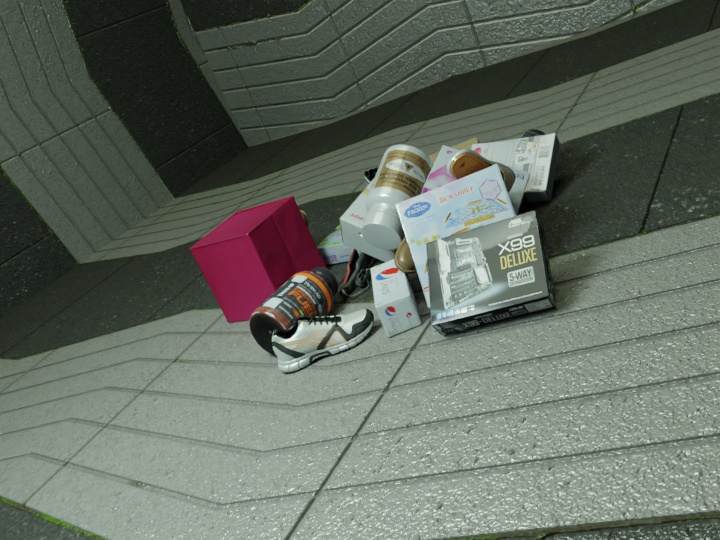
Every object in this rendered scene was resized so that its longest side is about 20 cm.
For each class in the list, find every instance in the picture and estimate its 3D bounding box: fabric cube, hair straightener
[{"bbox_3d":[-0.229,-0.025,1.732,0.194,0.201,0.200,-11,23,37],"label":"fabric cube"},{"bbox_3d":[0.000,0.000,1.628,0.076,0.041,0.200,-17,21,23],"label":"hair straightener"}]

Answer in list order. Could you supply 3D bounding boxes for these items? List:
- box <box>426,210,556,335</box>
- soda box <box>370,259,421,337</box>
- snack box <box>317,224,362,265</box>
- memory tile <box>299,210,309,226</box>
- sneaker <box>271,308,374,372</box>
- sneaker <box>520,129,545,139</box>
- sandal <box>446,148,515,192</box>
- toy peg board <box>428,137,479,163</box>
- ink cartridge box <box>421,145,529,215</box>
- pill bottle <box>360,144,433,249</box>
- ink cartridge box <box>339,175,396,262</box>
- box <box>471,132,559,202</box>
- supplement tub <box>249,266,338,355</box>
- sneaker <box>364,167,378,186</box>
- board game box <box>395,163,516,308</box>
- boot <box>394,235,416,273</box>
[{"bbox_3d":[0.209,0.005,1.230,0.198,0.050,0.160,-16,57,24],"label":"box"},{"bbox_3d":[0.063,0.045,1.403,0.067,0.064,0.200,-21,20,6],"label":"soda box"},{"bbox_3d":[0.005,-0.078,1.805,0.198,0.053,0.142,-10,26,37],"label":"snack box"},{"bbox_3d":[-0.182,-0.069,1.868,0.017,0.156,0.198,-20,12,-39],"label":"memory tile"},{"bbox_3d":[-0.070,0.112,1.370,0.198,0.081,0.074,-24,18,-3],"label":"sneaker"},{"bbox_3d":[0.369,-0.224,1.738,0.069,0.090,0.201,27,74,27],"label":"sneaker"},{"bbox_3d":[0.232,-0.164,1.408,0.205,0.060,0.079,13,-52,-50],"label":"sandal"},{"bbox_3d":[0.216,-0.204,1.852,0.198,0.098,0.201,-19,36,18],"label":"toy peg board"},{"bbox_3d":[0.226,-0.153,1.520,0.194,0.044,0.201,19,50,8],"label":"ink cartridge box"},{"bbox_3d":[0.072,-0.150,1.557,0.113,0.114,0.202,-7,51,41],"label":"pill bottle"},{"bbox_3d":[0.065,-0.123,1.673,0.144,0.083,0.201,23,54,23],"label":"ink cartridge box"},{"bbox_3d":[0.328,-0.218,1.658,0.197,0.041,0.158,-2,57,31],"label":"box"},{"bbox_3d":[-0.125,0.072,1.497,0.106,0.108,0.200,-8,26,39],"label":"supplement tub"},{"bbox_3d":[0.057,-0.201,1.906,0.074,0.117,0.200,-9,2,7],"label":"sneaker"},{"bbox_3d":[0.184,-0.058,1.337,0.197,0.202,0.041,-20,-14,12],"label":"board game box"},{"bbox_3d":[0.139,-0.076,1.411,0.200,0.074,0.076,-42,-13,-20],"label":"boot"}]
